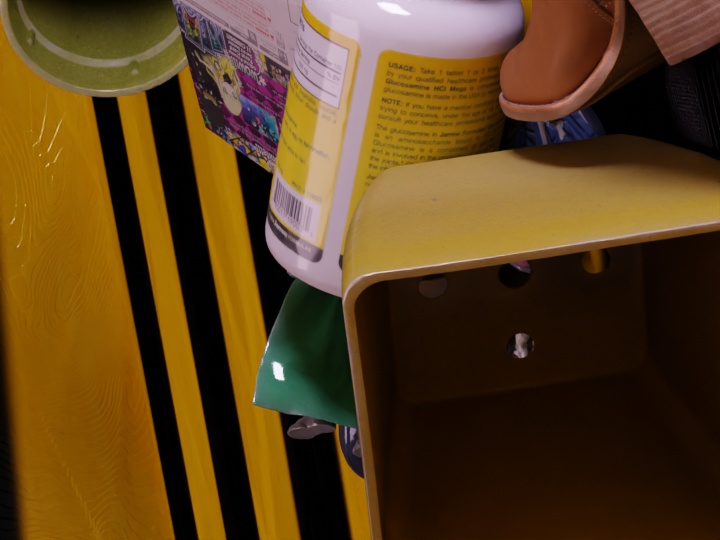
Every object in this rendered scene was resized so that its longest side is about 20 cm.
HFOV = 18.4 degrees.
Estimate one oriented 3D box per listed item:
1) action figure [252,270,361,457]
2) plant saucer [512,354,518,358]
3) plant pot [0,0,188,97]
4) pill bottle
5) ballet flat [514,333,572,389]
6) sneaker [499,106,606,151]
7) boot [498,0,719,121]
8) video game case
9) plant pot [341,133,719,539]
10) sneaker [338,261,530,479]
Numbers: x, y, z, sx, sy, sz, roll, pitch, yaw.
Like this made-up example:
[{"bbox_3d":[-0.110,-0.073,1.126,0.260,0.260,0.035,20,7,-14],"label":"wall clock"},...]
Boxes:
[{"bbox_3d":[0.000,0.000,1.229,0.055,0.118,0.201,-29,47,52],"label":"action figure"},{"bbox_3d":[0.108,0.133,1.306,0.200,0.037,0.201,170,90,-69],"label":"plant saucer"},{"bbox_3d":[-0.246,-0.299,2.147,0.184,0.199,0.201,-102,6,-56],"label":"plant pot"},{"bbox_3d":[0.020,-0.093,1.117,0.113,0.112,0.201,-122,38,-55],"label":"pill bottle"},{"bbox_3d":[0.117,0.104,1.175,0.072,0.071,0.201,144,112,-76],"label":"ballet flat"},{"bbox_3d":[0.070,-0.103,1.212,0.200,0.085,0.077,32,122,42],"label":"sneaker"},{"bbox_3d":[0.088,-0.154,0.980,0.156,0.077,0.200,61,162,-3],"label":"boot"},{"bbox_3d":[-0.046,-0.128,1.387,0.200,0.036,0.182,35,147,41],"label":"video game case"},{"bbox_3d":[0.089,0.038,1.032,0.177,0.199,0.201,-105,8,-63],"label":"plant pot"},{"bbox_3d":[0.047,0.050,1.263,0.201,0.070,0.082,-64,22,22],"label":"sneaker"}]
